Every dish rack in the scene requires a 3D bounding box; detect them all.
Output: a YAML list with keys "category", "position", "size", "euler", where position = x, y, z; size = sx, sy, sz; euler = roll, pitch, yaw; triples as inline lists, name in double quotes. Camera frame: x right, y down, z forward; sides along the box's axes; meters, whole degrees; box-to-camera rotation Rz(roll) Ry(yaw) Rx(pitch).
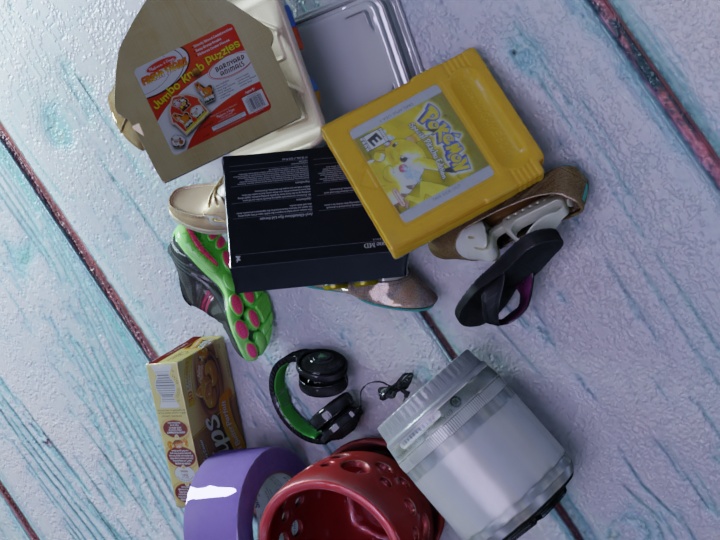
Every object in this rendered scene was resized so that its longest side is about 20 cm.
- category: "dish rack"
  position: [-0.027, -0.230, 1.560]
  size: [0.199, 0.044, 0.172]
  euler: [-16, 98, 31]

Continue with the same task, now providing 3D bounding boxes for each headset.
- category: "headset"
  position: [-0.029, 0.154, 1.672]
  size: [0.199, 0.094, 0.124]
  euler: [-7, 106, 44]

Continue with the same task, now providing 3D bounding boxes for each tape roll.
- category: "tape roll"
  position: [-0.136, 0.329, 1.691]
  size: [0.085, 0.200, 0.201]
  euler: [-7, 101, 29]

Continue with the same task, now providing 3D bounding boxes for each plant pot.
- category: "plant pot"
  position: [0.002, 0.317, 1.626]
  size: [0.199, 0.182, 0.202]
  euler: [8, 108, 26]

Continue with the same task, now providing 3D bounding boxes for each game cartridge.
- category: "game cartridge"
  position: [0.082, -0.133, 1.451]
  size: [0.199, 0.032, 0.177]
  euler: [-29, 70, -4]

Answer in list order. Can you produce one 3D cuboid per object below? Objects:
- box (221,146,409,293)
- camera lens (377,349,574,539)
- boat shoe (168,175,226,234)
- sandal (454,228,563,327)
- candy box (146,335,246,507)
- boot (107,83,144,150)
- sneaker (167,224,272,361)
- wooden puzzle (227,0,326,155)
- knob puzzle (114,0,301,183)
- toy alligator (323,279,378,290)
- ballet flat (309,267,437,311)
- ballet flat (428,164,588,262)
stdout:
- category: "box"
  position: [-0.051, -0.060, 1.489]
  size: [0.199, 0.079, 0.142]
  euler: [-5, 64, -2]
- category: "camera lens"
  position: [0.138, 0.214, 1.538]
  size: [0.200, 0.160, 0.160]
  euler: [49, 120, 6]
- category: "boat shoe"
  position: [-0.154, -0.088, 1.638]
  size: [0.199, 0.074, 0.069]
  euler: [5, 149, 18]
- category: "sandal"
  position: [0.166, 0.024, 1.484]
  size: [0.048, 0.075, 0.201]
  euler: [67, 150, 22]
- category: "candy box"
  position: [-0.212, 0.199, 1.739]
  size: [0.055, 0.115, 0.201]
  euler: [-3, 103, 28]
- category: "boot"
  position: [-0.234, -0.214, 1.618]
  size: [0.200, 0.066, 0.176]
  euler: [-48, 56, 45]
- category: "sneaker"
  position: [-0.182, 0.028, 1.709]
  size: [0.084, 0.077, 0.201]
  euler: [-32, 87, 49]
- category: "wooden puzzle"
  position: [-0.117, -0.228, 1.559]
  size: [0.185, 0.046, 0.201]
  euler: [-13, 94, 50]
- category: "knob puzzle"
  position: [-0.188, -0.224, 1.492]
  size: [0.218, 0.030, 0.221]
  euler: [0, 89, 0]
- category: "toy alligator"
  position: [-0.044, -0.006, 1.562]
  size: [0.199, 0.054, 0.060]
  euler: [-6, 90, 30]
- category: "ballet flat"
  position: [0.000, 0.000, 1.597]
  size: [0.199, 0.068, 0.068]
  euler: [11, 118, 23]
- category: "ballet flat"
  position: [0.166, -0.049, 1.474]
  size: [0.199, 0.073, 0.068]
  euler: [-24, 129, 17]
